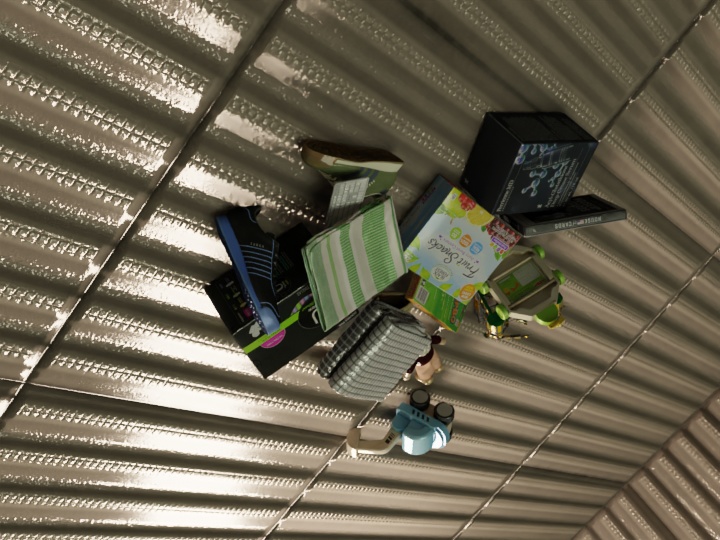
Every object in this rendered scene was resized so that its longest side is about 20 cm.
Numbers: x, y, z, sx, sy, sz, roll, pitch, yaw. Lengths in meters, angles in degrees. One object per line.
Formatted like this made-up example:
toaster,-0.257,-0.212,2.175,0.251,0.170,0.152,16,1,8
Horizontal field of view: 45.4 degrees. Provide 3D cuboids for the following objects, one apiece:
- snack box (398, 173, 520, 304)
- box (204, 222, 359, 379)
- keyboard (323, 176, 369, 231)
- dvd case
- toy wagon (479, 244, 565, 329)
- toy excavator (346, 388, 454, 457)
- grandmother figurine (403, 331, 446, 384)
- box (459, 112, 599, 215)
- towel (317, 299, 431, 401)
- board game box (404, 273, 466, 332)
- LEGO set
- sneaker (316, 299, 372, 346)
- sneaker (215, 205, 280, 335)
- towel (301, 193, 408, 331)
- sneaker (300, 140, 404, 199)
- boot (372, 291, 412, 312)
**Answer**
snack box,0.170,-0.053,1.582,0.199,0.068,0.169,32,102,-34
box,-0.130,0.051,1.436,0.199,0.124,0.149,-35,141,-7
keyboard,-0.027,-0.096,1.400,0.056,0.011,0.200,-7,157,-12
dvd case,0.380,-0.106,1.635,0.198,0.150,0.025,-10,108,-6
toy wagon,0.336,0.042,1.739,0.154,0.201,0.040,-29,155,-11
toy excavator,0.092,0.363,1.922,0.200,0.193,0.101,-47,152,-37
grandmother figurine,0.128,0.177,1.792,0.122,0.060,0.200,-54,156,-17
box,0.304,-0.195,1.559,0.198,0.107,0.149,-7,132,-33
towel,0.026,0.141,1.533,0.166,0.086,0.200,-51,154,9
board game box,0.159,0.048,1.711,0.200,0.030,0.096,36,73,-48
LEGO set,0.328,0.085,1.819,0.199,0.154,0.116,-25,140,-12
sneaker,-0.055,0.119,1.573,0.198,0.085,0.073,-23,177,-11
sneaker,-0.153,-0.005,1.320,0.077,0.202,0.070,-22,176,-15
towel,-0.004,-0.017,1.376,0.199,0.023,0.154,-34,122,-37
sneaker,-0.019,-0.148,1.374,0.199,0.067,0.091,0,122,-42
boot,0.014,0.125,1.663,0.199,0.072,0.156,-19,139,-34
